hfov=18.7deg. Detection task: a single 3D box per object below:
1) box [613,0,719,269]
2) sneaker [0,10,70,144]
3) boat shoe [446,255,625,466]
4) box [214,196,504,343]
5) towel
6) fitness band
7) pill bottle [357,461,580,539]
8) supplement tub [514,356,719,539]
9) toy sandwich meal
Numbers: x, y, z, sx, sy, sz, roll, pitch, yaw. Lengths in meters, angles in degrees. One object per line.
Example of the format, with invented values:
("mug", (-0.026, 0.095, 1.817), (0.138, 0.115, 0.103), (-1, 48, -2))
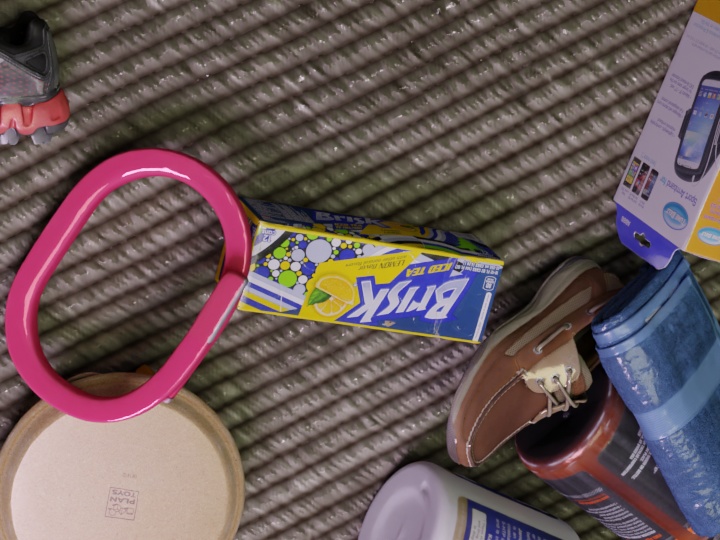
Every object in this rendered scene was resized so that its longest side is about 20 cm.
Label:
("box", (0.258, -0.099, 1.636), (0.041, 0.119, 0.201), (14, 105, -25))
("sneaker", (-0.289, -0.134, 1.444), (0.199, 0.071, 0.099), (-4, 112, -21))
("boat shoe", (0.139, 0.071, 1.644), (0.200, 0.072, 0.076), (-49, 146, -22))
("box", (0.000, 0.000, 1.608), (0.199, 0.064, 0.071), (9, 107, -23))
("towel", (0.250, 0.095, 1.656), (0.112, 0.048, 0.201), (-43, 113, -36))
("fitness band", (-0.162, 0.010, 1.533), (0.143, 0.037, 0.201), (35, 94, 5))
("pill bottle", (0.106, 0.237, 1.708), (0.199, 0.120, 0.120), (25, 100, -26))
("supplement tub", (0.221, 0.158, 1.729), (0.200, 0.107, 0.107), (38, 94, -29))
("toy sandwich meal", (-0.174, 0.163, 1.608), (0.203, 0.070, 0.207), (-3, 106, -9))
